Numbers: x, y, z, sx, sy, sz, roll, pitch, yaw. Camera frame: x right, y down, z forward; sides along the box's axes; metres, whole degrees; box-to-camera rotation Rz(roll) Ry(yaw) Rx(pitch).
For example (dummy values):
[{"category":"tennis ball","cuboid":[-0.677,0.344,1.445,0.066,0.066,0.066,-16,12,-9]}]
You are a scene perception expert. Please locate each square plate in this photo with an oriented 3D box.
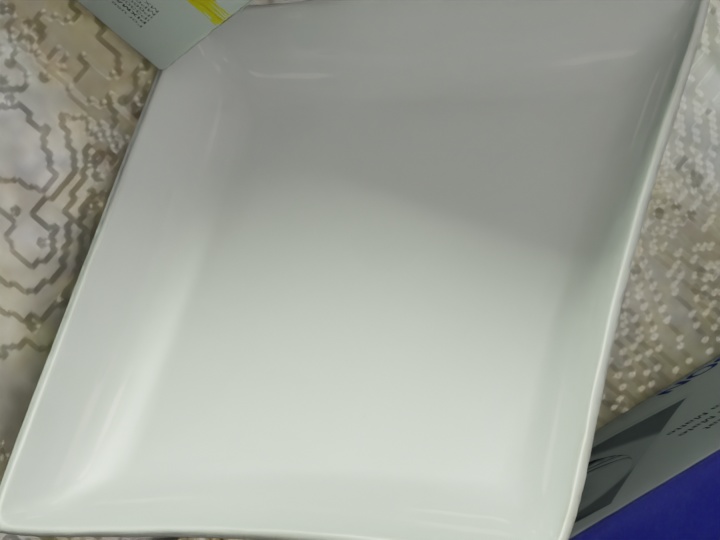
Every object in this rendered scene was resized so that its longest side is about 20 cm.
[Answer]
[{"category":"square plate","cuboid":[0.000,0.000,0.767,0.028,0.199,0.199,50,49,-46]}]

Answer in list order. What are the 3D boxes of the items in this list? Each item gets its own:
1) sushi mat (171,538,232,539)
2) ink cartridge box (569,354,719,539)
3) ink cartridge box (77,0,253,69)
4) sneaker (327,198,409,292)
[{"category":"sushi mat","cuboid":[-0.045,0.187,0.838,0.095,0.012,0.201,-18,91,-16]},{"category":"ink cartridge box","cuboid":[0.107,0.070,0.789,0.199,0.200,0.041,-29,94,-15]},{"category":"ink cartridge box","cuboid":[-0.045,-0.174,0.757,0.145,0.200,0.145,41,71,-10]},{"category":"sneaker","cuboid":[-0.008,0.012,0.820,0.200,0.085,0.075,-36,95,-14]}]
